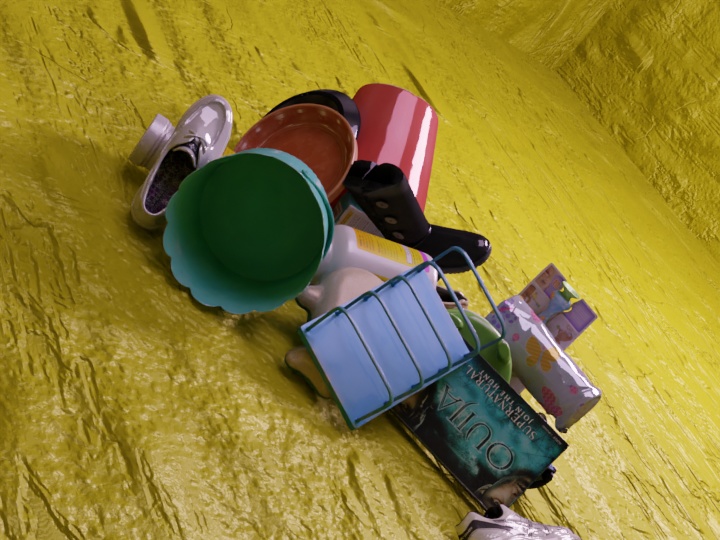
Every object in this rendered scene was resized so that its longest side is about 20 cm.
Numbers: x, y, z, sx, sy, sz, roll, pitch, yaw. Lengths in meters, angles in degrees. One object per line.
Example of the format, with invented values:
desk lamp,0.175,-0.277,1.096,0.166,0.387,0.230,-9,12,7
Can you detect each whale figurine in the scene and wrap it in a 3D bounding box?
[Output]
whale figurine,-0.030,0.087,1.519,0.159,0.104,0.200,42,46,-4

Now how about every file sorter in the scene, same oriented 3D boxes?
file sorter,0.056,0.076,1.431,0.199,0.123,0.140,-27,86,-32

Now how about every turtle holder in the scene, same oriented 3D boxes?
turtle holder,0.149,0.126,1.633,0.184,0.142,0.132,12,4,-2

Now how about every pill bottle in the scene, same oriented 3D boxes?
pill bottle,0.000,0.000,1.652,0.199,0.105,0.105,19,29,-25
pill bottle,-0.207,-0.123,1.590,0.199,0.104,0.104,35,23,-13

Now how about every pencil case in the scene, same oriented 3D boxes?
pencil case,0.251,0.130,1.675,0.200,0.083,0.091,52,-8,17

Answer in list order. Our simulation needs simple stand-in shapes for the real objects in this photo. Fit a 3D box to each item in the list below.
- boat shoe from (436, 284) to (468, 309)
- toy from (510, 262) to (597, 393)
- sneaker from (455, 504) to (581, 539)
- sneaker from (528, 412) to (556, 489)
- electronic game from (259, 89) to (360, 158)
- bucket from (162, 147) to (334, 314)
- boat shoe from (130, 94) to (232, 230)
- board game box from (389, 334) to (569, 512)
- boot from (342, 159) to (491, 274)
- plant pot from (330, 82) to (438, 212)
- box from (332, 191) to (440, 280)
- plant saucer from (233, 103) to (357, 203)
boat shoe,0.077,0.032,1.793,0.199,0.069,0.075,23,28,-34
toy,0.240,0.093,1.756,0.115,0.200,0.047,53,14,30
sneaker,0.192,0.318,1.434,0.199,0.076,0.088,11,36,-51
sneaker,0.223,0.254,1.625,0.090,0.078,0.200,65,21,5
electronic game,-0.091,-0.200,1.812,0.042,0.199,0.201,56,6,-44
bucket,-0.130,-0.055,1.468,0.207,0.208,0.135,38,14,-2
boat shoe,-0.221,-0.143,1.494,0.072,0.201,0.068,41,-19,-10
board game box,0.148,0.199,1.516,0.200,0.135,0.028,45,-9,15
boot,0.084,-0.080,1.697,0.201,0.163,0.066,60,36,-45
plant pot,0.030,-0.181,1.866,0.199,0.179,0.201,19,-19,7
box,0.038,-0.036,1.841,0.199,0.082,0.049,30,23,-23
plant saucer,-0.097,-0.153,1.724,0.201,0.199,0.032,57,1,37
